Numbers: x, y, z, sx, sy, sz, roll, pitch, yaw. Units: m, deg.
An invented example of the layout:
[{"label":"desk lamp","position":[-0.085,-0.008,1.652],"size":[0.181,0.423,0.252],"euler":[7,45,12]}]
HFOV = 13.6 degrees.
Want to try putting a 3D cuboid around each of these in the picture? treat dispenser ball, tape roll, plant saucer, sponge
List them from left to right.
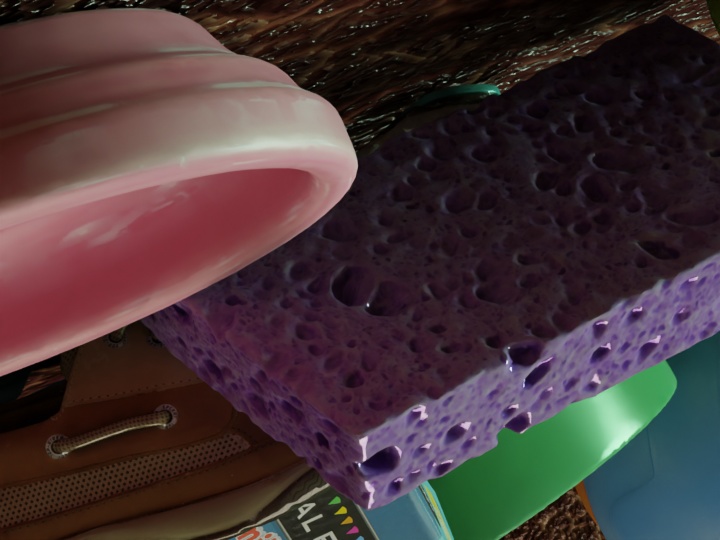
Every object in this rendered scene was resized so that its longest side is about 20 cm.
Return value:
[{"label":"plant saucer","position":[-0.101,-0.010,0.725],"size":[0.200,0.051,0.201],"euler":[-21,172,-3]},{"label":"tape roll","position":[0.025,0.076,1.157],"size":[0.200,0.048,0.200],"euler":[-32,-176,3]},{"label":"sponge","position":[0.048,-0.009,0.845],"size":[0.199,0.030,0.111],"euler":[-26,-141,-26]},{"label":"treat dispenser ball","position":[0.183,0.053,1.289],"size":[0.200,0.202,0.201],"euler":[-20,172,-3]}]

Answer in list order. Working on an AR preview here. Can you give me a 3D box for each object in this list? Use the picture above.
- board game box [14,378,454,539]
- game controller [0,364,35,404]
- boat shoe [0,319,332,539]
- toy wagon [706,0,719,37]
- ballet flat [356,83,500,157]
[{"label":"board game box","position":[-0.078,0.095,0.983],"size":[0.199,0.047,0.151],"euler":[-24,143,3]},{"label":"game controller","position":[-0.140,0.028,0.952],"size":[0.104,0.042,0.200],"euler":[-33,176,-20]},{"label":"boat shoe","position":[-0.063,0.044,0.867],"size":[0.199,0.074,0.076],"euler":[-26,-173,-2]},{"label":"toy wagon","position":[0.192,-0.105,0.876],"size":[0.155,0.040,0.200],"euler":[-25,171,26]},{"label":"ballet flat","position":[0.000,0.000,0.987],"size":[0.071,0.072,0.200],"euler":[-17,171,-26]}]
